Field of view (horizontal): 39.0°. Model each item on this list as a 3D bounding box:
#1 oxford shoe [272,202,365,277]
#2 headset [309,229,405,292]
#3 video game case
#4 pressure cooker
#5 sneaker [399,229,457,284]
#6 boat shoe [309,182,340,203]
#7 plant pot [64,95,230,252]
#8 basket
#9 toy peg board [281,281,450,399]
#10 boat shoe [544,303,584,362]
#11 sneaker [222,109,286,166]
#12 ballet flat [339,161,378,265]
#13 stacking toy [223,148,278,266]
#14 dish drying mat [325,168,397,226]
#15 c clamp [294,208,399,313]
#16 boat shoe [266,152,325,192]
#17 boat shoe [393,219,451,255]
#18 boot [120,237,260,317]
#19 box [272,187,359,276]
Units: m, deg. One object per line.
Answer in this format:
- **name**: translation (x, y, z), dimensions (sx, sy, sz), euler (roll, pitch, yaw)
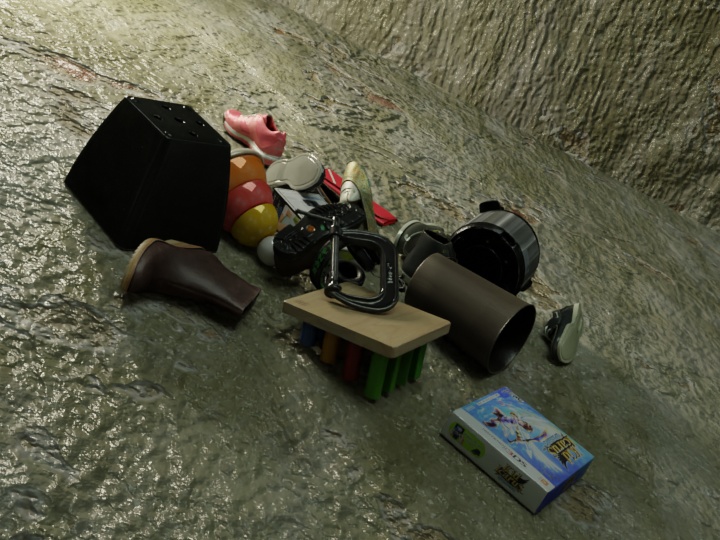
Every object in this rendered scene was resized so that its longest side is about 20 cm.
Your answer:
- **oxford shoe**: translation (-0.072, -0.052, 1.712), dimensions (0.198, 0.085, 0.072), euler (-29, 53, -33)
- **headset**: translation (0.000, 0.000, 1.723), dimensions (0.094, 0.124, 0.199), euler (47, 21, 29)
- **video game case**: translation (0.240, 0.263, 1.530), dimensions (0.181, 0.046, 0.199), euler (39, 24, 23)
- **pressure cooker**: translation (0.264, -0.025, 2.008), dimensions (0.177, 0.178, 0.200), euler (36, 27, 11)
- **sneaker**: translation (0.173, 0.014, 1.906), dimensions (0.198, 0.107, 0.075), euler (33, 22, 11)
- **boat shoe**: translation (-0.031, -0.106, 1.973), dimensions (0.198, 0.073, 0.072), euler (34, 22, 13)
- **plant pot**: translation (-0.319, -0.162, 1.617), dimensions (0.198, 0.180, 0.200), euler (1, 33, -49)
- **basket**: translation (0.185, 0.068, 1.778), dimensions (0.198, 0.138, 0.180), euler (33, 10, 23)
- **toy peg board**: translation (0.004, 0.108, 1.556), dimensions (0.196, 0.100, 0.199), euler (20, 17, 26)
- **boat shoe**: translation (0.394, 0.127, 2.004), dimensions (0.066, 0.073, 0.200), euler (-4, 20, 22)
- **sneaker**: translation (-0.217, -0.302, 2.160), dimensions (0.073, 0.088, 0.200), euler (2, 33, -48)
- **ballet flat**: translation (-0.007, -0.106, 1.902), dimensions (0.070, 0.070, 0.204), euler (-5, 80, -53)
- **stacking toy**: translation (-0.188, -0.092, 1.727), dimensions (0.145, 0.146, 0.202), euler (-4, 54, -52)
- **dish drying mat**: translation (-0.011, -0.159, 2.184), dimensions (0.199, 0.018, 0.076), euler (36, 22, 19)
- **c clamp**: translation (-0.019, -0.011, 1.598), dimensions (0.167, 0.027, 0.202), euler (8, 44, -14)
- **boat shoe**: translation (-0.115, -0.176, 1.956), dimensions (0.060, 0.075, 0.198), euler (26, -16, -31)
- **boat shoe**: translation (0.130, -0.057, 2.058), dimensions (0.060, 0.073, 0.201), euler (31, 18, 23)
- **boot**: translation (-0.238, 0.017, 1.462), dimensions (0.164, 0.073, 0.200), euler (28, 18, 6)
- **box**: translation (-0.077, -0.067, 1.851), dimensions (0.115, 0.061, 0.200), euler (6, 31, -42)
